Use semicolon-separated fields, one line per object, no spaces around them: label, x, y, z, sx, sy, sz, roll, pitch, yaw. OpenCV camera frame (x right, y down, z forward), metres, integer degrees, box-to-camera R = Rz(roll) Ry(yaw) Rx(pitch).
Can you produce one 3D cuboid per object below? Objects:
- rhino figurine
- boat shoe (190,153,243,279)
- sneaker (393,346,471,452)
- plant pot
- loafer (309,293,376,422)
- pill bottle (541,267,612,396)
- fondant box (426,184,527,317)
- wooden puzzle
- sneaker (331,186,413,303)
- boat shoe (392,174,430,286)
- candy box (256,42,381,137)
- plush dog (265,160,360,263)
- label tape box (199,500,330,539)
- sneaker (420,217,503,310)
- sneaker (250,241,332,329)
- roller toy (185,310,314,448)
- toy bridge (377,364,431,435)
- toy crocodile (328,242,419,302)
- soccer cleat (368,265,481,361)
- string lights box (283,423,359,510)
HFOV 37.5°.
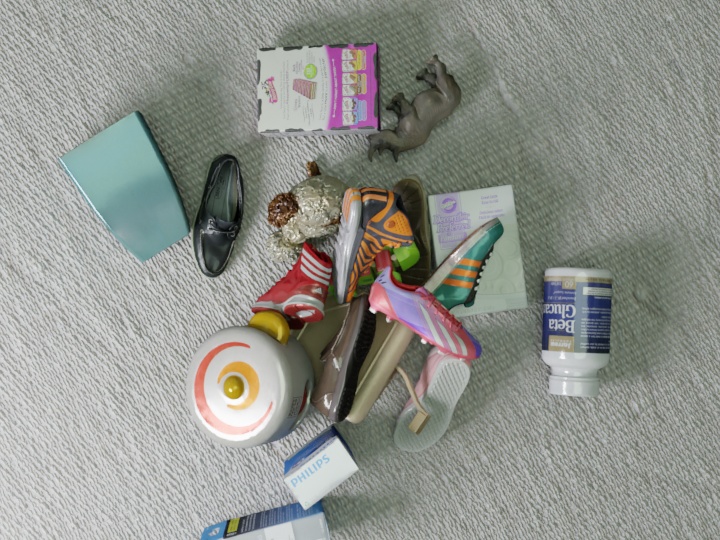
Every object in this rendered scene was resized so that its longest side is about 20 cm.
rhino figurine;0.084;-0.251;1.737;0.087;0.060;0.200;43;87;1
boat shoe;-0.222;-0.088;1.698;0.073;0.066;0.203;14;84;-24
sneaker;0.122;0.198;1.725;0.074;0.105;0.202;27;116;-5
plant pot;-0.353;-0.125;1.664;0.140;0.141;0.202;-32;100;-5
loafer;-0.032;0.128;1.640;0.070;0.073;0.203;14;78;22
pill bottle;0.349;0.099;1.718;0.109;0.111;0.204;2;88;-4
fondant box;0.187;-0.029;1.738;0.141;0.058;0.204;-7;88;-4
wooden puzzle;-0.032;0.118;1.703;0.198;0.037;0.187;30;86;22
sneaker;0.021;-0.032;1.593;0.110;0.078;0.202;2;129;-15
boat shoe;0.083;-0.054;1.724;0.071;0.065;0.204;2;108;14
candy box;-0.066;-0.289;1.708;0.196;0.061;0.139;0;88;7
plush dog;-0.060;-0.102;1.663;0.196;0.172;0.164;-7;88;-4
label tape box;-0.147;0.417;1.653;0.196;0.143;0.067;-15;89;-5
sneaker;0.165;0.008;1.675;0.080;0.071;0.200;43;95;-1
sneaker;-0.096;0.023;1.662;0.078;0.199;0.117;30;71;-28
roller toy;-0.169;0.177;1.638;0.198;0.140;0.185;-27;80;14
toy bridge;0.035;0.175;1.690;0.199;0.027;0.068;37;89;27
toy crocodile;0.000;0.000;1.675;0.197;0.062;0.069;-16;65;10
soccer cleat;0.106;0.068;1.622;0.198;0.067;0.077;29;102;-1
string lights box;-0.064;0.298;1.636;0.102;0.200;0.059;-36;91;-4
